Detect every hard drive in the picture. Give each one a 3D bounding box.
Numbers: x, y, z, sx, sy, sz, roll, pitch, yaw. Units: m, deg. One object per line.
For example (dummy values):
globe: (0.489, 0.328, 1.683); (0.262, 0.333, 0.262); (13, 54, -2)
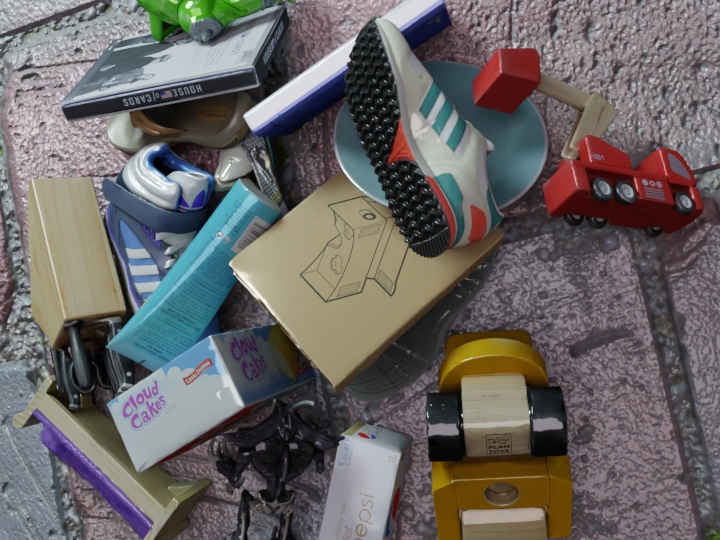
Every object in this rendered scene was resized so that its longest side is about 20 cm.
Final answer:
hard drive: (-0.007, -0.189, 0.793); (0.198, 0.132, 0.026); (-32, 94, 12)

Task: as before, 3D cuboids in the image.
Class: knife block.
knife block: (-0.270, 0.025, 0.839); (0.174, 0.063, 0.205); (27, 117, 49)

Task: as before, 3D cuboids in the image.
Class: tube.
tube: (-0.150, 0.011, 0.801); (0.077, 0.050, 0.201); (34, 97, -27)

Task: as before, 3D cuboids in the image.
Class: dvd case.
dvd case: (-0.176, -0.204, 0.835); (0.195, 0.152, 0.025); (-7, 126, 14)

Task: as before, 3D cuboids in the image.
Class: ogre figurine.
ogre figurine: (-0.168, -0.292, 0.846); (0.199, 0.098, 0.121); (39, 65, -3)

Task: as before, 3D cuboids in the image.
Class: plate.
plate: (0.072, -0.117, 0.784); (0.195, 0.026, 0.204); (0, 54, 0)

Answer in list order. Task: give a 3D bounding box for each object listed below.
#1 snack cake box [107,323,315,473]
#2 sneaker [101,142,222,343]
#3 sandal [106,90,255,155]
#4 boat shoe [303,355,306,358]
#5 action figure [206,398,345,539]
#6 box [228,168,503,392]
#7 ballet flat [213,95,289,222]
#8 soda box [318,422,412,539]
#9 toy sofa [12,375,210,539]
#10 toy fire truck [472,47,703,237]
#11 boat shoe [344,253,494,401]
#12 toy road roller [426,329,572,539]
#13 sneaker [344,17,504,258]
snack cake box: (-0.129, 0.110, 0.791); (0.114, 0.200, 0.068); (-31, 83, 12)
sneaker: (-0.177, -0.025, 0.837); (0.146, 0.080, 0.202); (-44, 73, 44)
sandal: (-0.190, -0.160, 0.856); (0.197, 0.054, 0.082); (6, 79, 37)
boat shoe: (0.000, 0.000, 0.824); (0.200, 0.073, 0.063); (-45, 83, 10)
action figure: (-0.086, 0.185, 0.808); (0.116, 0.102, 0.204); (3, 118, -22)
box: (0.003, -0.015, 0.762); (0.199, 0.021, 0.163); (-40, 63, -12)
ballet flat: (-0.108, -0.075, 0.846); (0.071, 0.072, 0.205); (-20, 87, 13)
soda box: (-0.004, 0.257, 0.830); (0.062, 0.068, 0.205); (14, 94, 13)
toy sofa: (-0.263, 0.204, 0.886); (0.199, 0.083, 0.098); (40, 98, 10)
toy fire truck: (0.200, -0.111, 0.749); (0.196, 0.049, 0.144); (6, 63, -24)
boat shoe: (0.054, 0.041, 0.823); (0.074, 0.065, 0.203); (36, 104, -1)
toy road roller: (0.125, 0.146, 0.785); (0.120, 0.147, 0.203); (-4, 126, 8)
sneaker: (0.056, -0.112, 0.705); (0.070, 0.092, 0.204); (-36, 71, 52)
